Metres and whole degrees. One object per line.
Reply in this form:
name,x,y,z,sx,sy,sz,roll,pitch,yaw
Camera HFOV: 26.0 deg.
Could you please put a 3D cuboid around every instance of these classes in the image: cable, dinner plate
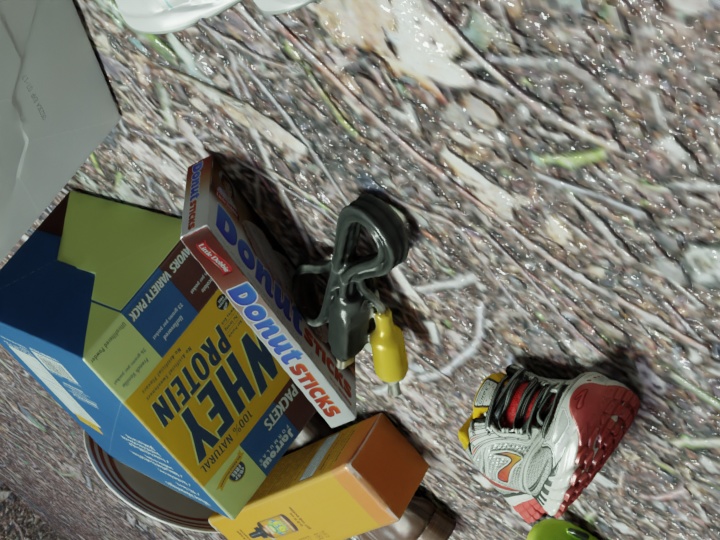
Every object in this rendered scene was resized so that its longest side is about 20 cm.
cable,0.000,0.000,0.978,0.097,0.050,0.201,49,154,25
dinner plate,-0.155,0.170,1.407,0.199,0.200,0.024,33,124,17

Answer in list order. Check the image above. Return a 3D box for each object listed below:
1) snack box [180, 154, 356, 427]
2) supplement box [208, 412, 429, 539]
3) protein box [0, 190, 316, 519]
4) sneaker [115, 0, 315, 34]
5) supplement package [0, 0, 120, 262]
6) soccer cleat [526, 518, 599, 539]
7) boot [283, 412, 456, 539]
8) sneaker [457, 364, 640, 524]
snack box,-0.058,0.017,1.047,0.024,0.072,0.201,-21,129,18
supplement box,-0.037,0.184,1.274,0.067,0.069,0.199,48,135,-14
protein box,-0.170,0.064,1.252,0.197,0.135,0.201,15,150,49
sneaker,-0.061,-0.156,0.689,0.199,0.070,0.081,1,123,57
supplement package,-0.290,-0.142,1.000,0.199,0.148,0.192,31,160,19
soccer cleat,0.184,0.257,1.140,0.200,0.065,0.084,44,163,-12
boot,-0.026,0.192,1.378,0.199,0.064,0.187,36,148,-1
sneaker,0.101,0.097,0.917,0.082,0.078,0.200,39,161,4
